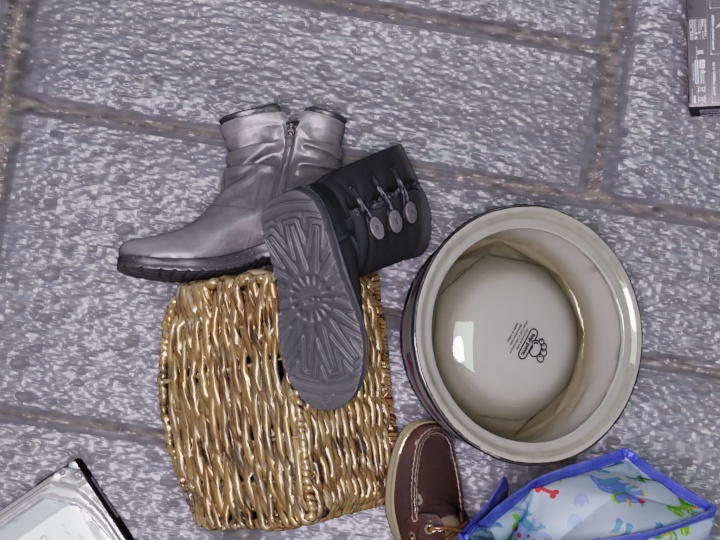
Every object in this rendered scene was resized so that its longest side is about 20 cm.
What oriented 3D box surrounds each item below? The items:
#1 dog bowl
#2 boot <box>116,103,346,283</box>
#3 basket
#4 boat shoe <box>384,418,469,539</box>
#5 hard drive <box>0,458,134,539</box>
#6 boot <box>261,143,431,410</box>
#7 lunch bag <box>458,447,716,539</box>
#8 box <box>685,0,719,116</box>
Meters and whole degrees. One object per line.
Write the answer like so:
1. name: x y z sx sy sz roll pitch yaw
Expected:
1. dog bowl: 0.119 0.052 1.127 0.199 0.074 0.202 3 82 -21
2. boot: -0.104 -0.063 1.158 0.198 0.070 0.133 -6 84 -14
3. basket: -0.066 0.102 1.145 0.142 0.149 0.202 -9 86 30
4. boat shoe: 0.067 0.219 1.125 0.072 0.072 0.202 1 89 -36
5. hard drive: -0.271 0.263 1.138 0.199 0.038 0.140 -34 88 -3
6. boot: 0.000 -0.001 1.096 0.065 0.200 0.166 -4 101 21
7. lunch bag: 0.148 0.245 1.063 0.199 0.127 0.171 -13 117 -32
8. box: 0.345 -0.232 1.166 0.156 0.050 0.202 -2 86 16
